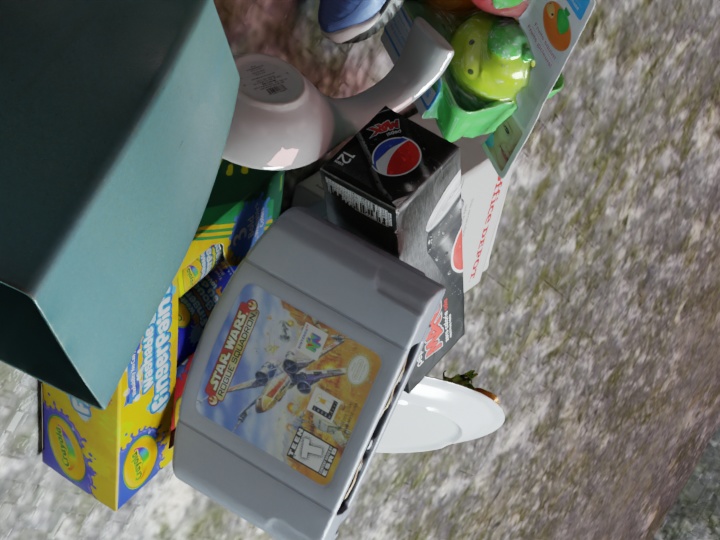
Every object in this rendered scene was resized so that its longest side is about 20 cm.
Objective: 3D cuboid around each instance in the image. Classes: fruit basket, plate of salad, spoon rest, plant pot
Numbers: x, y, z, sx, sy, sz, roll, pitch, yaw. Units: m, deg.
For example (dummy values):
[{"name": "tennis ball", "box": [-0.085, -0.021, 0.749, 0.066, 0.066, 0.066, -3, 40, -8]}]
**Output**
[{"name": "fruit basket", "box": [0.079, -0.186, 1.300, 0.093, 0.186, 0.200, -18, 156, -18]}, {"name": "plate of salad", "box": [0.010, 0.095, 1.458, 0.200, 0.198, 0.048, 57, 36, -66]}, {"name": "spoon rest", "box": [-0.030, -0.110, 1.248, 0.199, 0.099, 0.061, -19, 144, -35]}, {"name": "plant pot", "box": [-0.158, -0.063, 1.029, 0.201, 0.141, 0.142, -60, 160, -20]}]

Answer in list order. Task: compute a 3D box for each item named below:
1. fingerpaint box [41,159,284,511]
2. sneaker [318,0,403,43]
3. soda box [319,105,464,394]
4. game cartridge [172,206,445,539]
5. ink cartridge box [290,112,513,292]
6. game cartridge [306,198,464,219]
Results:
[{"name": "fingerpaint box", "box": [-0.130, 0.032, 1.280, 0.167, 0.073, 0.201, -41, 152, -39]}, {"name": "sneaker", "box": [0.008, -0.242, 1.267, 0.077, 0.076, 0.201, 3, 120, -37]}, {"name": "soda box", "box": [0.025, -0.010, 1.290, 0.071, 0.063, 0.201, -45, 152, -26]}, {"name": "game cartridge", "box": [-0.042, 0.069, 1.241, 0.201, 0.133, 0.042, -67, 167, 15]}, {"name": "ink cartridge box", "box": [0.027, -0.028, 1.533, 0.200, 0.084, 0.147, -34, 146, -47]}, {"name": "game cartridge", "box": [0.000, 0.000, 1.370, 0.200, 0.041, 0.134, -17, 129, -55]}]
